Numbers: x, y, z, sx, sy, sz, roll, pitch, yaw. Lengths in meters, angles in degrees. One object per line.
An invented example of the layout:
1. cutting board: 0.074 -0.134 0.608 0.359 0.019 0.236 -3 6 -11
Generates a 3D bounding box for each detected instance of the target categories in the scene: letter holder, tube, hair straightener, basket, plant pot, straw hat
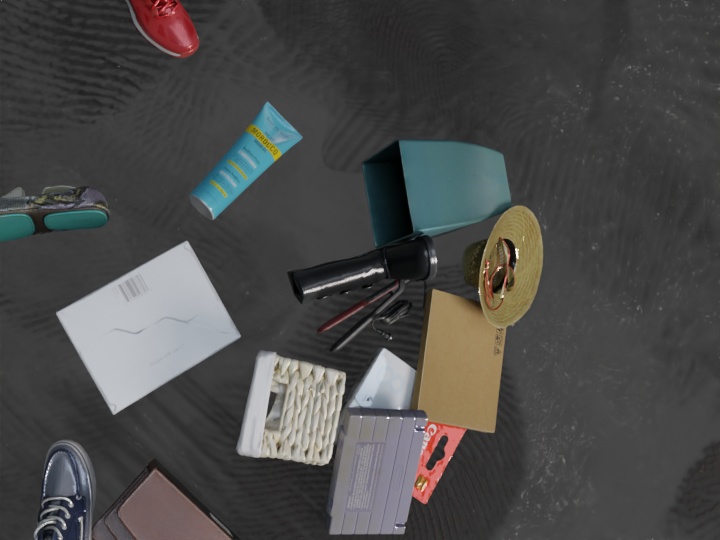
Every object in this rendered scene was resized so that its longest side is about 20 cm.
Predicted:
1. letter holder: -0.260 0.385 1.163 0.200 0.100 0.142 45 75 -7
2. tube: -0.177 -0.164 1.290 0.077 0.050 0.201 45 68 -15
3. hair straightener: 0.030 0.073 1.329 0.199 0.041 0.078 -33 93 -23
4. basket: -0.096 0.194 1.167 0.121 0.200 0.138 12 79 -4
5. plant pot: 0.127 -0.124 1.332 0.197 0.141 0.144 -7 85 -25
6. straw hat: 0.209 -0.010 1.359 0.200 0.084 0.205 -11 105 -49

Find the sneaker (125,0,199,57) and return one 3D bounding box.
1. sneaker: -0.309 -0.411 1.240 0.078 0.115 0.200 -44 96 -17

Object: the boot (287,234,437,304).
1. boot: 0.000 0.000 1.250 0.197 0.165 0.067 -10 87 -14

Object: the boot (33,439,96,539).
1. boot: -0.397 0.330 1.123 0.071 0.090 0.204 -7 85 2

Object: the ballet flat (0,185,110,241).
1. ballet flat: -0.455 -0.085 1.188 0.197 0.072 0.073 -8 85 -18

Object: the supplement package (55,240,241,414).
1. supplement package: -0.296 0.079 1.184 0.198 0.111 0.157 -31 93 -19

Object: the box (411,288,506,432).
1. box: 0.159 0.144 1.339 0.162 0.021 0.203 16 77 -31

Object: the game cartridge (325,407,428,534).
1. game cartridge: 0.020 0.298 1.255 0.127 0.038 0.203 6 108 -13

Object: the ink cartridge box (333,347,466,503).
1. ink cartridge box: 0.066 0.241 1.308 0.199 0.047 0.161 35 75 -9
